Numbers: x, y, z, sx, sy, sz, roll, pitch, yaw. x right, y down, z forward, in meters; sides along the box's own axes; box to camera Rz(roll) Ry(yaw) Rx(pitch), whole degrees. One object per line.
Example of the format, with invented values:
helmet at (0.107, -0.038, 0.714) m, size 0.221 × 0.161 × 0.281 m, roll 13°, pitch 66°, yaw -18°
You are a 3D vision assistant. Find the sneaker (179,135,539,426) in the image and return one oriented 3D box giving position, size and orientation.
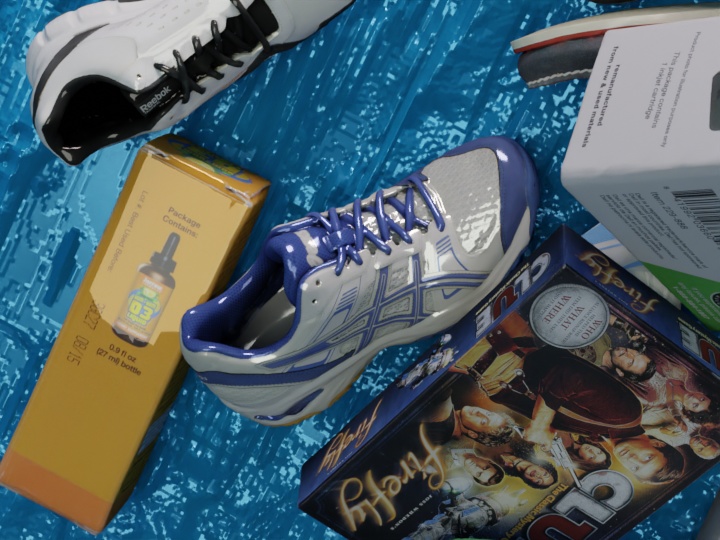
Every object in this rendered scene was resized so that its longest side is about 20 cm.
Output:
sneaker at (0.000, 0.000, 0.914) m, size 0.200 × 0.088 × 0.075 m, roll -41°, pitch 53°, yaw 8°

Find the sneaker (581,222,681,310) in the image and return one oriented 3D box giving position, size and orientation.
sneaker at (0.080, 0.041, 0.940) m, size 0.200 × 0.073 × 0.072 m, roll -37°, pitch 120°, yaw 26°

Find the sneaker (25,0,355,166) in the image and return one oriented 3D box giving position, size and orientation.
sneaker at (-0.078, -0.111, 0.920) m, size 0.199 × 0.080 × 0.074 m, roll -26°, pitch 126°, yaw 18°

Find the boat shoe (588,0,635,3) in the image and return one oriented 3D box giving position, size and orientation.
boat shoe at (0.182, -0.190, 0.866) m, size 0.199 × 0.073 × 0.075 m, roll -31°, pitch 93°, yaw 14°

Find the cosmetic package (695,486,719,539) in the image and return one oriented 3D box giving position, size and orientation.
cosmetic package at (0.201, 0.120, 0.914) m, size 0.050 × 0.083 × 0.201 m, roll 24°, pitch 103°, yaw 8°

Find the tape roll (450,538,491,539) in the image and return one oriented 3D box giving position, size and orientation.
tape roll at (0.090, 0.219, 0.913) m, size 0.199 × 0.048 × 0.201 m, roll 23°, pitch 140°, yaw 21°

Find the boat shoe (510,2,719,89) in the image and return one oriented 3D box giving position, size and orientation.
boat shoe at (0.172, -0.099, 0.890) m, size 0.198 × 0.071 × 0.063 m, roll -4°, pitch 102°, yaw 8°

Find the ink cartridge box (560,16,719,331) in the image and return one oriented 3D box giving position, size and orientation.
ink cartridge box at (0.211, -0.041, 0.796) m, size 0.199 × 0.146 × 0.085 m, roll -1°, pitch 59°, yaw 42°

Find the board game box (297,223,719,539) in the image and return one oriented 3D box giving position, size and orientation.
board game box at (0.082, 0.084, 0.904) m, size 0.135 × 0.035 × 0.200 m, roll 34°, pitch 122°, yaw -19°

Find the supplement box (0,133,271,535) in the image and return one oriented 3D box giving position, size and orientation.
supplement box at (-0.117, 0.032, 0.970) m, size 0.066 × 0.069 × 0.201 m, roll 27°, pitch 105°, yaw 4°
